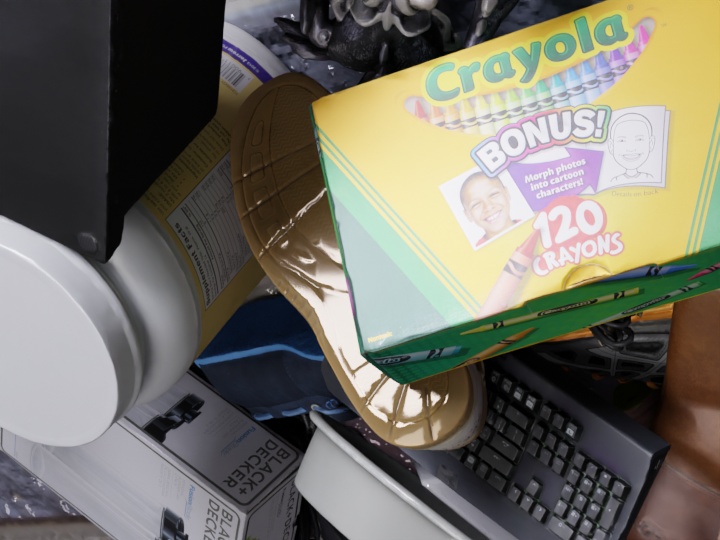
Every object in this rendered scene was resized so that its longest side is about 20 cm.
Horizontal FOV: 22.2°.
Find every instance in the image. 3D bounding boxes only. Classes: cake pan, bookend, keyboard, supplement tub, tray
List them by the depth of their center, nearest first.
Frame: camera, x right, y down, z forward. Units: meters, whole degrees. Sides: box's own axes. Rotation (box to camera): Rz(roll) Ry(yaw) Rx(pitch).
[{"bbox_3d":[-0.095,-0.149,0.811,0.091,0.200,0.200,24,138,14],"label":"bookend"},{"bbox_3d":[0.063,0.044,0.860,0.199,0.020,0.128,34,105,39],"label":"keyboard"},{"bbox_3d":[-0.119,-0.023,0.924,0.144,0.200,0.146,18,133,20],"label":"supplement tub"},{"bbox_3d":[0.046,0.143,0.928,0.199,0.037,0.200,36,179,1],"label":"cake pan"},{"bbox_3d":[0.076,0.130,0.972,0.107,0.022,0.200,37,179,1],"label":"tray"}]

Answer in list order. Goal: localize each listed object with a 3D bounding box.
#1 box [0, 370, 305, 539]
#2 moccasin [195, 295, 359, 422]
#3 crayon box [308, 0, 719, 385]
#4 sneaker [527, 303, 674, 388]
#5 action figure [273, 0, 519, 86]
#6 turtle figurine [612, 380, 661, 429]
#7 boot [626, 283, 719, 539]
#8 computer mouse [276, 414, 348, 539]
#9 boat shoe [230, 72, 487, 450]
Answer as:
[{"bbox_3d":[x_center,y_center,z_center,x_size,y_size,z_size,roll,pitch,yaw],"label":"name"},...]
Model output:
[{"bbox_3d":[-0.130,0.111,1.117,0.199,0.060,0.117,34,138,20],"label":"box"},{"bbox_3d":[-0.008,0.046,1.009,0.199,0.081,0.068,-5,128,53],"label":"moccasin"},{"bbox_3d":[0.088,-0.040,0.776,0.198,0.120,0.058,-18,158,13],"label":"crayon box"},{"bbox_3d":[0.137,0.026,0.886,0.198,0.079,0.078,-3,131,36],"label":"sneaker"},{"bbox_3d":[0.025,-0.139,0.810,0.118,0.103,0.200,22,161,6],"label":"action figure"},{"bbox_3d":[0.163,0.140,0.967,0.162,0.065,0.199,49,136,-10],"label":"turtle figurine"},{"bbox_3d":[0.217,0.081,0.842,0.186,0.069,0.201,16,127,7],"label":"boot"},{"bbox_3d":[0.023,0.175,1.099,0.199,0.053,0.139,26,135,13],"label":"computer mouse"},{"bbox_3d":[0.000,0.000,0.864,0.073,0.069,0.201,-30,66,11],"label":"boat shoe"}]
